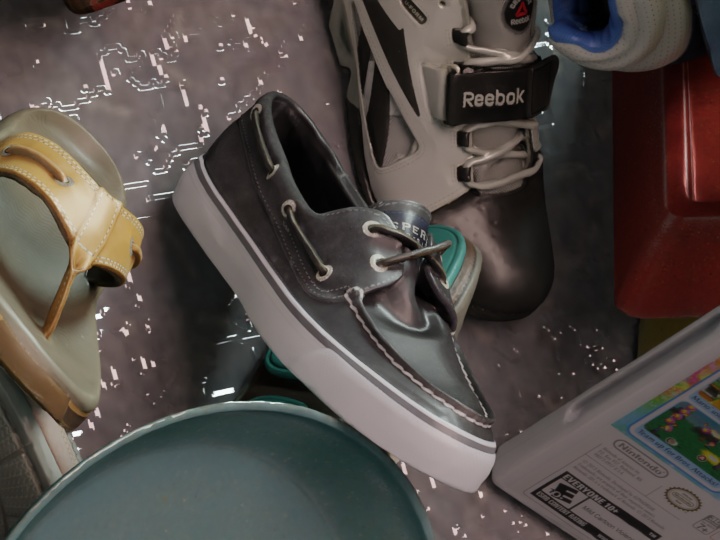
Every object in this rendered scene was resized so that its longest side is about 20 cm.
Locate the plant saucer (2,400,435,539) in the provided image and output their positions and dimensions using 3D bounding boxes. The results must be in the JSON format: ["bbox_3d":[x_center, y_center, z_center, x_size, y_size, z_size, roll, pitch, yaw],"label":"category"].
[{"bbox_3d":[-0.062,0.134,1.028,0.199,0.036,0.201,-13,114,-31],"label":"plant saucer"}]

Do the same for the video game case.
[{"bbox_3d":[0.183,0.088,1.168,0.200,0.182,0.024,34,45,-21],"label":"video game case"}]

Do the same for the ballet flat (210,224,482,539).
[{"bbox_3d":[-0.017,0.062,1.123,0.200,0.067,0.064,-46,129,-36],"label":"ballet flat"}]

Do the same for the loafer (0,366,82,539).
[{"bbox_3d":[-0.145,0.011,1.039,0.200,0.072,0.063,54,46,-4],"label":"loafer"}]

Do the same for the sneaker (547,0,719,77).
[{"bbox_3d":[0.128,-0.167,1.145,0.146,0.201,0.080,-21,44,-40],"label":"sneaker"}]

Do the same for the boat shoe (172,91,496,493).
[{"bbox_3d":[0.000,0.000,1.074,0.070,0.066,0.200,26,16,-38],"label":"boat shoe"}]

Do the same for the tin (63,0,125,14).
[{"bbox_3d":[-0.123,-0.190,1.099,0.042,0.112,0.201,-19,83,3],"label":"tin"}]

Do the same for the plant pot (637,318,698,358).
[{"bbox_3d":[0.236,0.039,1.247,0.199,0.142,0.201,12,68,-31],"label":"plant pot"}]

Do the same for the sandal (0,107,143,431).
[{"bbox_3d":[-0.102,-0.016,1.023,0.080,0.054,0.200,46,17,-16],"label":"sandal"}]

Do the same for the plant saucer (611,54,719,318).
[{"bbox_3d":[0.201,-0.063,1.211,0.199,0.037,0.201,-1,44,6],"label":"plant saucer"}]

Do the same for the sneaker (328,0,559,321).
[{"bbox_3d":[0.039,-0.079,1.186,0.074,0.088,0.201,-18,86,-38],"label":"sneaker"}]
